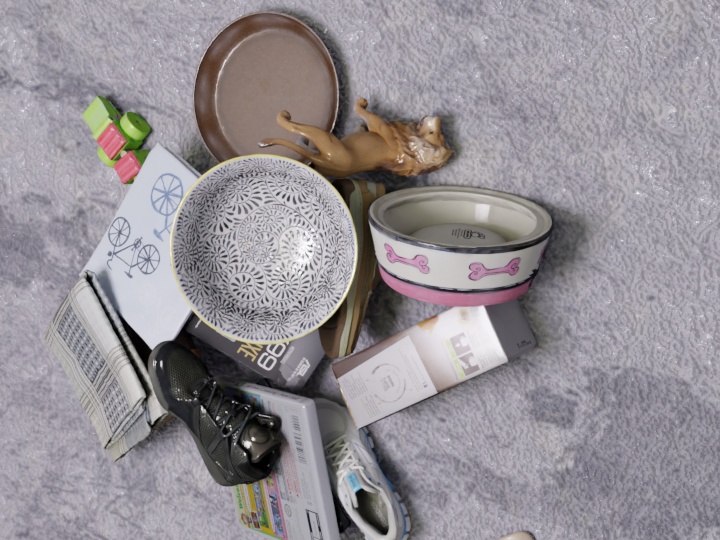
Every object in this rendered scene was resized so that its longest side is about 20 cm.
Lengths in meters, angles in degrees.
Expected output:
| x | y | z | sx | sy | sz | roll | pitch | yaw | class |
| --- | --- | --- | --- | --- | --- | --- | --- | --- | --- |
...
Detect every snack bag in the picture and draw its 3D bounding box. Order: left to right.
| x | y | z | sx | sy | sz | roll | pitch | yaw | class |
| --- | --- | --- | --- | --- | --- | --- | --- | --- | --- |
| -0.229 | -0.021 | 1.570 | 0.188 | 0.021 | 0.201 | 39 | 103 | 33 | snack bag |

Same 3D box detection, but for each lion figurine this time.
| x | y | z | sx | sy | sz | roll | pitch | yaw | class |
| --- | --- | --- | --- | --- | --- | --- | --- | --- | --- |
| -0.003 | -0.135 | 1.495 | 0.123 | 0.199 | 0.073 | 46 | 143 | 36 | lion figurine |

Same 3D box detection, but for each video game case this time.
| x | y | z | sx | sy | sz | roll | pitch | yaw | class |
| --- | --- | --- | --- | --- | --- | --- | --- | --- | --- |
| -0.101 | 0.231 | 1.581 | 0.181 | 0.022 | 0.202 | 8 | 114 | 47 | video game case |

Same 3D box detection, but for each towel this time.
| x | y | z | sx | sy | sz | roll | pitch | yaw | class |
| --- | --- | --- | --- | --- | --- | --- | --- | --- | --- |
| -0.315 | 0.124 | 1.625 | 0.201 | 0.034 | 0.192 | 59 | 143 | 9 | towel |

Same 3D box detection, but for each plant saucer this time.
| x | y | z | sx | sy | sz | roll | pitch | yaw | class |
| --- | --- | --- | --- | --- | --- | --- | --- | --- | --- |
| -0.109 | -0.207 | 1.606 | 0.198 | 0.032 | 0.202 | 3 | 96 | 25 | plant saucer |

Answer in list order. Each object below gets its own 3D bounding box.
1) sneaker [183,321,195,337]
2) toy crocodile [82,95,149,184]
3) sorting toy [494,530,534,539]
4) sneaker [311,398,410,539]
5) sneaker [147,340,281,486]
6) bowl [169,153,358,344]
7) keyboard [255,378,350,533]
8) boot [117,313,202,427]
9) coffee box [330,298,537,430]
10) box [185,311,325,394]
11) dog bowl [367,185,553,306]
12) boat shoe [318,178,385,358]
| x | y | z | sx | sy | sz | roll | pitch | yaw | class |
| --- | --- | --- | --- | --- | --- | --- | --- | --- | --- |
| -0.188 | 0.028 | 1.647 | 0.199 | 0.078 | 0.090 | -18 | 100 | 29 | sneaker |
| -0.283 | -0.134 | 1.676 | 0.067 | 0.062 | 0.201 | -40 | 77 | 22 | toy crocodile |
| 0.140 | 0.416 | 1.537 | 0.199 | 0.036 | 0.187 | -27 | 82 | 24 | sorting toy |
| -0.007 | 0.232 | 1.556 | 0.075 | 0.087 | 0.201 | -35 | 81 | 0 | sneaker |
| -0.156 | 0.159 | 1.517 | 0.114 | 0.076 | 0.201 | -11 | 115 | 44 | sneaker |
| -0.101 | -0.028 | 1.454 | 0.198 | 0.094 | 0.203 | 0 | 99 | 0 | bowl |
| -0.083 | 0.229 | 1.592 | 0.039 | 0.104 | 0.201 | -27 | 79 | -17 | keyboard |
| -0.271 | 0.109 | 1.665 | 0.199 | 0.072 | 0.167 | -32 | 84 | 44 | boot |
| 0.082 | 0.096 | 1.496 | 0.199 | 0.114 | 0.080 | -27 | 84 | 24 | coffee box |
| -0.087 | 0.023 | 1.564 | 0.157 | 0.050 | 0.201 | 32 | 106 | -11 | box |
| 0.105 | -0.026 | 1.440 | 0.198 | 0.200 | 0.075 | 12 | 113 | 23 | dog bowl |
| 0.000 | 0.000 | 1.497 | 0.072 | 0.075 | 0.202 | 28 | 114 | 58 | boat shoe |
